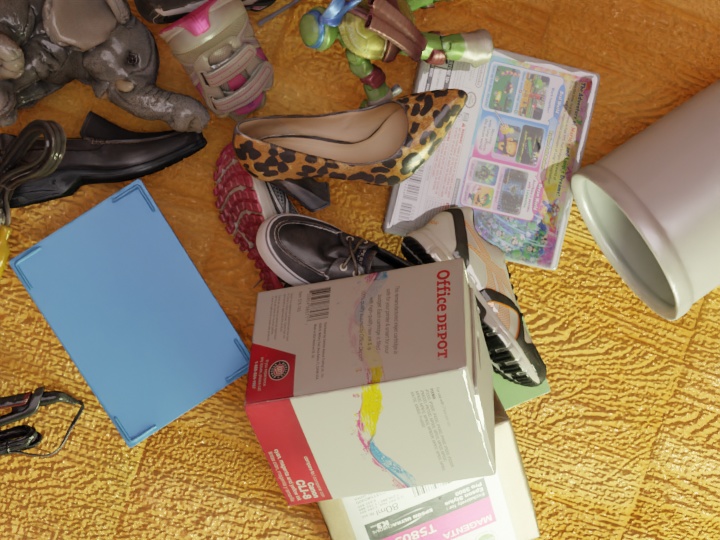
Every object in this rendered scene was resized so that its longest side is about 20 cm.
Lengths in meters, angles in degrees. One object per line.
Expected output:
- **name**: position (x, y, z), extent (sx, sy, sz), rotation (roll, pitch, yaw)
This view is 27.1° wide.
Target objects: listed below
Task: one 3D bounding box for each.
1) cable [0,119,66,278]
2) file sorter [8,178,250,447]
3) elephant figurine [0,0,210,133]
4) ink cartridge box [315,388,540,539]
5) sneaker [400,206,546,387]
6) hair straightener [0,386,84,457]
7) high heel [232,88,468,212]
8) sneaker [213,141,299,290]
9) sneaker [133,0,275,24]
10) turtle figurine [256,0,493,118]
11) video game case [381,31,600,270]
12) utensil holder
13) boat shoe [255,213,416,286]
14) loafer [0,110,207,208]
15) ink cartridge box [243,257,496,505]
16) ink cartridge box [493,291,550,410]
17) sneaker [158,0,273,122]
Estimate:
- **cable**: position (-0.327, -0.071, 1.373), extent (0.200, 0.050, 0.097), rotation (-50, 56, 24)
- **file sorter**: position (-0.209, 0.034, 1.398), extent (0.138, 0.123, 0.201), rotation (-32, 98, -3)
- **elephant figurine**: position (-0.249, -0.207, 1.373), extent (0.198, 0.142, 0.156), rotation (-9, 118, -4)
- **ink cartridge box**: position (0.059, 0.216, 1.438), extent (0.199, 0.075, 0.166), rotation (-22, 125, -4)
- **sneaker**: position (0.127, 0.025, 1.443), extent (0.080, 0.074, 0.201), rotation (-41, 105, -23)
- **hair straightener**: position (-0.363, 0.161, 1.437), extent (0.198, 0.041, 0.078), rotation (-12, 97, -10)
- **high heel**: position (-0.012, -0.129, 1.339), extent (0.199, 0.142, 0.072), rotation (-30, 54, 21)
- **sneaker**: position (-0.076, -0.036, 1.439), extent (0.074, 0.080, 0.201), rotation (-31, 98, -33)
- **sneaker**: position (-0.114, -0.268, 1.385), extent (0.199, 0.087, 0.081), rotation (-26, 62, -18)
- **turtle figurine**: position (0.014, -0.224, 1.414), extent (0.192, 0.201, 0.145), rotation (-11, 58, -23)
- **video game case**: position (0.129, -0.116, 1.478), extent (0.181, 0.024, 0.202), rotation (12, 93, -8)
- **utensil holder**: position (0.331, -0.078, 1.434), extent (0.199, 0.170, 0.171), rotation (-35, 98, -4)
- **boat shoe**: position (0.000, 0.000, 1.388), extent (0.199, 0.066, 0.070), rotation (31, 62, -19)
- **loafer**: position (-0.246, -0.115, 1.407), extent (0.198, 0.073, 0.073), rotation (-14, 93, -7)
- **ink cartridge box**: position (0.015, 0.100, 1.341), extent (0.198, 0.146, 0.145), rotation (-10, 130, 12)
- **ink cartridge box**: position (0.078, 0.097, 1.479), extent (0.199, 0.048, 0.147), rotation (-22, 97, -2)
- **sneaker**: position (-0.118, -0.188, 1.344), extent (0.081, 0.200, 0.089), rotation (-31, 83, 3)
